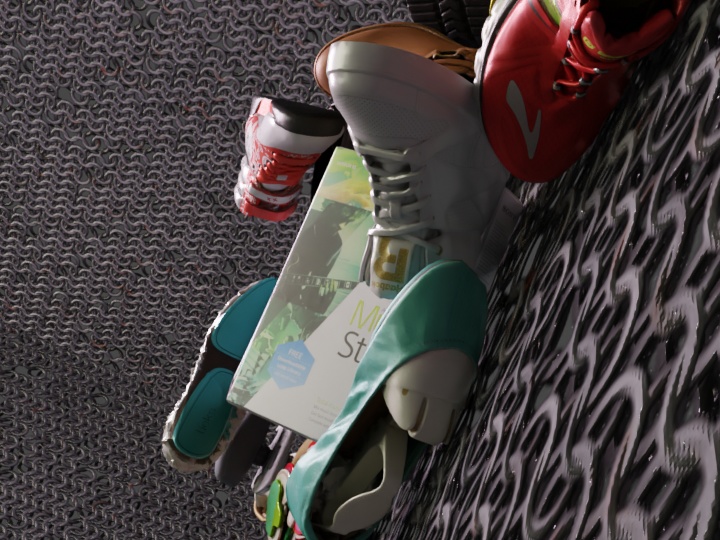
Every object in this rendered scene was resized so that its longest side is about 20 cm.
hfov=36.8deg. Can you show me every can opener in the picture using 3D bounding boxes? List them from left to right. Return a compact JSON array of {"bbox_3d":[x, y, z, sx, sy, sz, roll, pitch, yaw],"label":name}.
[{"bbox_3d":[-0.060,0.107,0.971,0.200,0.066,0.053,-62,16,-19],"label":"can opener"}]

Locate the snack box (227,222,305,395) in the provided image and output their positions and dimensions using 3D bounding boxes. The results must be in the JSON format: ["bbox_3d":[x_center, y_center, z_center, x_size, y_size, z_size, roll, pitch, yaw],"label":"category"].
[{"bbox_3d":[-0.010,0.046,0.942,0.053,0.142,0.200,115,178,-61],"label":"snack box"}]

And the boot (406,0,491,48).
[{"bbox_3d":[0.107,-0.236,0.920,0.138,0.077,0.200,-62,-37,-37],"label":"boot"}]

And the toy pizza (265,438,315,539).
[{"bbox_3d":[-0.049,0.210,0.812,0.200,0.032,0.201,-168,90,-76],"label":"toy pizza"}]

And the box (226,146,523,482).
[{"bbox_3d":[0.007,0.023,0.731,0.036,0.144,0.200,36,-105,-54],"label":"box"}]

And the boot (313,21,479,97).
[{"bbox_3d":[0.043,-0.137,0.820,0.155,0.200,0.077,-49,-29,-66],"label":"boot"}]

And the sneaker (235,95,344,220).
[{"bbox_3d":[-0.065,-0.094,0.956,0.201,0.067,0.108,-143,62,-71],"label":"sneaker"}]

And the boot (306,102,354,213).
[{"bbox_3d":[0.045,-0.128,1.044,0.069,0.174,0.200,18,91,58],"label":"boot"}]

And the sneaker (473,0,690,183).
[{"bbox_3d":[0.105,-0.114,0.494,0.085,0.077,0.200,-83,10,-48],"label":"sneaker"}]

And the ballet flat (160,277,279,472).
[{"bbox_3d":[-0.118,0.092,0.956,0.200,0.072,0.072,-59,-3,-30],"label":"ballet flat"}]

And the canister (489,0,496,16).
[{"bbox_3d":[0.141,-0.223,0.668,0.200,0.086,0.149,-70,3,-55],"label":"canister"}]

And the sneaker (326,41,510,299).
[{"bbox_3d":[0.029,-0.041,0.604,0.200,0.074,0.116,31,-105,-60],"label":"sneaker"}]

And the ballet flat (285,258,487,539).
[{"bbox_3d":[0.022,0.089,0.617,0.200,0.067,0.070,-59,32,25],"label":"ballet flat"}]

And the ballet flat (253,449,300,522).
[{"bbox_3d":[-0.067,0.209,1.014,0.200,0.063,0.069,114,172,-61],"label":"ballet flat"}]
